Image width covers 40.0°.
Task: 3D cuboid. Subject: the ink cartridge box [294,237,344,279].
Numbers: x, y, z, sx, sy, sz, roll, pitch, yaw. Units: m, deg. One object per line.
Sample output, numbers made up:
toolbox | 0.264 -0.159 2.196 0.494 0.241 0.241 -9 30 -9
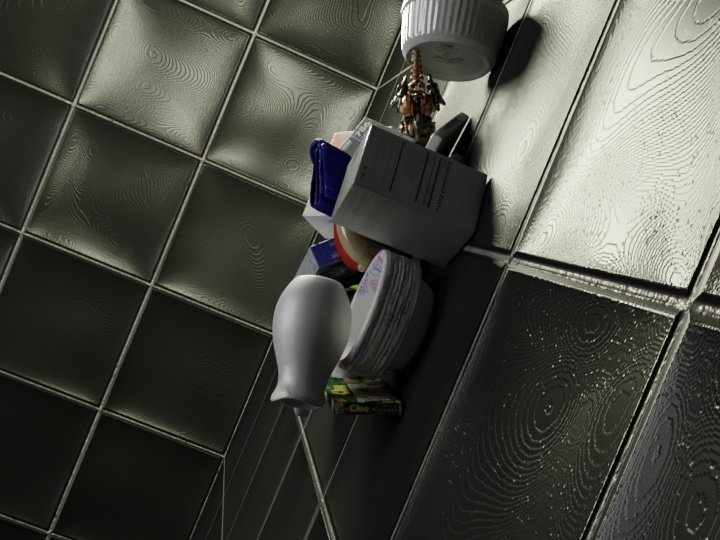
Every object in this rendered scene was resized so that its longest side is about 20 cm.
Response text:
ink cartridge box | -0.060 -0.010 1.819 0.044 0.094 0.200 65 163 10

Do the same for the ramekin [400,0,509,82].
ramekin | 0.166 -0.427 1.806 0.200 0.199 0.106 140 142 -72

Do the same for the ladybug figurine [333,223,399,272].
ladybug figurine | 0.006 -0.070 1.696 0.072 0.136 0.200 -36 29 37

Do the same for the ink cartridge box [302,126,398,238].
ink cartridge box | -0.004 -0.165 1.877 0.146 0.083 0.201 -1 58 36

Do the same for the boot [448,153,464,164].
boot | 0.130 -0.121 1.735 0.097 0.075 0.200 -46 -10 -31

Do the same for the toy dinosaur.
toy dinosaur | 0.110 -0.299 1.810 0.136 0.102 0.201 -82 11 -62

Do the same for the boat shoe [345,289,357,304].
boat shoe | -0.043 0.063 1.764 0.072 0.076 0.200 -65 -8 12

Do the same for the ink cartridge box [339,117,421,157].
ink cartridge box | 0.022 -0.219 1.810 0.100 0.039 0.200 -52 42 -7

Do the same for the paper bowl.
paper bowl | 0.045 0.077 1.554 0.201 0.104 0.201 -157 90 -81

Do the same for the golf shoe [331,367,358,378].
golf shoe | -0.010 0.123 1.868 0.095 0.077 0.201 126 163 -55

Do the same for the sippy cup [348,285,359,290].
sippy cup | 0.019 -0.049 1.941 0.140 0.130 0.178 149 142 -76

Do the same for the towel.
towel | 0.004 -0.128 1.636 0.049 0.200 0.148 -35 43 37

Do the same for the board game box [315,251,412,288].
board game box | 0.000 0.000 1.788 0.135 0.199 0.028 126 122 -75

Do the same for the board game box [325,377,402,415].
board game box | -0.002 0.195 1.545 0.200 0.104 0.024 -153 63 -81

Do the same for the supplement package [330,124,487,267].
supplement package | 0.075 -0.112 1.524 0.121 0.199 0.120 126 163 -56

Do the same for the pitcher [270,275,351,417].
pitcher | -0.080 0.122 1.538 0.172 0.121 0.201 96 -178 -72

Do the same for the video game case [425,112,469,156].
video game case | 0.125 -0.184 1.816 0.200 0.024 0.182 -63 -9 29
